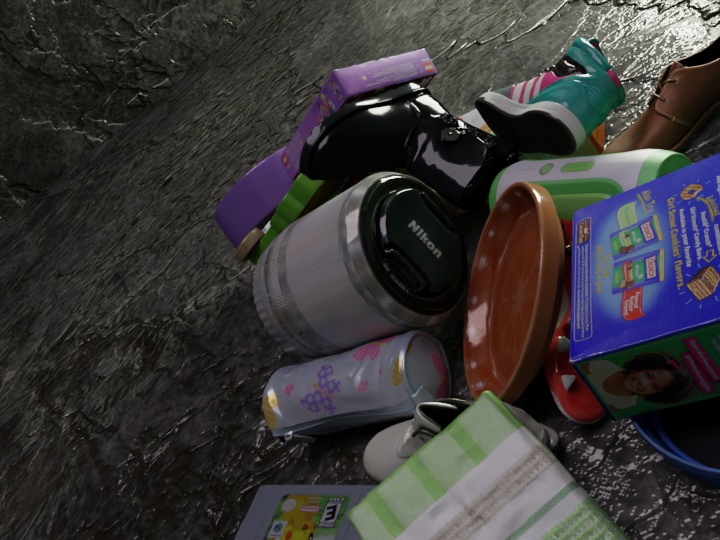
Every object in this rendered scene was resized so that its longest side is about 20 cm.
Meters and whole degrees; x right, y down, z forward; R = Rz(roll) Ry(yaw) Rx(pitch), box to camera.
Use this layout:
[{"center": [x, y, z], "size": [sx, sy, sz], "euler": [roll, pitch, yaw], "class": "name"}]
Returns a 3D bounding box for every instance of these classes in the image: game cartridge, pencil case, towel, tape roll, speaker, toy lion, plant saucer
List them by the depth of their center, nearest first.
[{"center": [0.098, 0.199, 0.549], "size": [0.149, 0.031, 0.200], "euler": [-40, 54, -1], "class": "towel"}, {"center": [0.136, 0.022, 0.719], "size": [0.200, 0.032, 0.201], "euler": [-171, 90, -83], "class": "plant saucer"}, {"center": [-0.051, 0.260, 0.733], "size": [0.200, 0.040, 0.134], "euler": [-14, 43, 42], "class": "game cartridge"}, {"center": [0.220, -0.071, 0.789], "size": [0.200, 0.088, 0.089], "euler": [4, 53, 54], "class": "speaker"}, {"center": [-0.007, 0.121, 0.815], "size": [0.200, 0.083, 0.091], "euler": [-20, 17, 34], "class": "pencil case"}, {"center": [-0.066, -0.085, 1.023], "size": [0.192, 0.069, 0.200], "euler": [-54, -2, 19], "class": "toy lion"}, {"center": [-0.112, -0.107, 1.179], "size": [0.200, 0.066, 0.200], "euler": [-37, -7, -5], "class": "tape roll"}]

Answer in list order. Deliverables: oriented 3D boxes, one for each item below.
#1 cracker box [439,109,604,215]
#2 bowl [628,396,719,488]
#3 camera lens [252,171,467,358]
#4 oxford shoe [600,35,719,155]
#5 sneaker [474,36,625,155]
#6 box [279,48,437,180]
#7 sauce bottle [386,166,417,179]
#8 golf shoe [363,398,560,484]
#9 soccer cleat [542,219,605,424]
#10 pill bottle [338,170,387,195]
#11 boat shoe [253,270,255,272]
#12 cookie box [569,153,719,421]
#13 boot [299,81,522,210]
[{"center": [0.191, -0.160, 0.978], "size": [0.200, 0.058, 0.134], "euler": [-22, 37, 35], "class": "cracker box"}, {"center": [0.285, 0.065, 0.569], "size": [0.200, 0.039, 0.201], "euler": [-31, 30, 21], "class": "bowl"}, {"center": [0.000, 0.000, 0.850], "size": [0.200, 0.160, 0.160], "euler": [-26, 31, 45], "class": "camera lens"}, {"center": [0.316, -0.170, 0.825], "size": [0.200, 0.071, 0.071], "euler": [-41, 29, 6], "class": "oxford shoe"}, {"center": [0.209, -0.191, 0.861], "size": [0.121, 0.084, 0.200], "euler": [-41, 24, -5], "class": "sneaker"}, {"center": [-0.007, -0.191, 1.013], "size": [0.137, 0.039, 0.200], "euler": [-22, -12, -31], "class": "box"}, {"center": [0.063, -0.122, 0.971], "size": [0.066, 0.066, 0.200], "euler": [-21, 43, 34], "class": "sauce bottle"}, {"center": [0.065, 0.138, 0.688], "size": [0.200, 0.097, 0.078], "euler": [-17, 38, 41], "class": "golf shoe"}, {"center": [0.181, 0.046, 0.709], "size": [0.085, 0.068, 0.201], "euler": [108, 165, -56], "class": "soccer cleat"}, {"center": [0.024, -0.082, 1.036], "size": [0.106, 0.106, 0.200], "euler": [-13, 39, 43], "class": "pill bottle"}, {"center": [-0.077, 0.040, 1.045], "size": [0.072, 0.060, 0.202], "euler": [-13, 17, -29], "class": "boat shoe"}, {"center": [0.256, -0.001, 0.575], "size": [0.200, 0.075, 0.171], "euler": [-23, 33, 33], "class": "cookie box"}, {"center": [0.058, -0.122, 0.881], "size": [0.200, 0.077, 0.168], "euler": [-31, 56, -30], "class": "boot"}]
